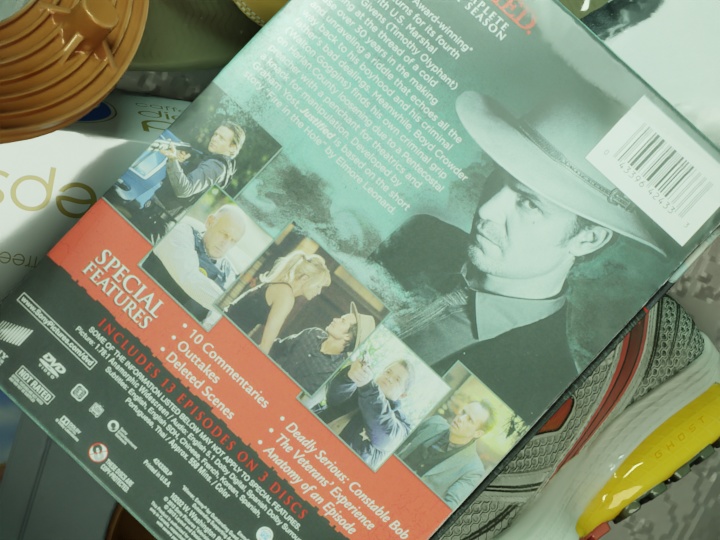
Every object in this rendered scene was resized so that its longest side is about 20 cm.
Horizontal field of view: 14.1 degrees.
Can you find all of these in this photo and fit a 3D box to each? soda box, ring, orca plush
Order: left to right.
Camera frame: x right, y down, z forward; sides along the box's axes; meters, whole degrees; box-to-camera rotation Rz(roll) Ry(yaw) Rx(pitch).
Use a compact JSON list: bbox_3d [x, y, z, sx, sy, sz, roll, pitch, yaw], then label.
[{"bbox_3d":[-0.139,-0.123,0.822,0.200,0.201,0.019,36,127,-17],"label":"ring"},{"bbox_3d":[-0.075,-0.020,0.923,0.199,0.068,0.064,9,106,-12],"label":"soda box"},{"bbox_3d":[0.108,-0.049,0.937,0.200,0.071,0.105,-36,79,-18],"label":"orca plush"}]

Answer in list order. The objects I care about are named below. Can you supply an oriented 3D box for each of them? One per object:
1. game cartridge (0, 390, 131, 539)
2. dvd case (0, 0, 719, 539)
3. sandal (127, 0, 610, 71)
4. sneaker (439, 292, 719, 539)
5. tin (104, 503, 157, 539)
[{"bbox_3d":[-0.168,0.069,0.954,0.199,0.042,0.134,14,108,-13],"label":"game cartridge"},{"bbox_3d":[0.000,0.000,0.867,0.146,0.022,0.200,42,86,7],"label":"dvd case"},{"bbox_3d":[-0.003,-0.100,0.917,0.199,0.054,0.081,-1,108,-9],"label":"sandal"},{"bbox_3d":[0.037,0.064,0.935,0.200,0.078,0.082,-34,87,-37],"label":"sneaker"},{"bbox_3d":[-0.039,0.141,0.978,0.112,0.042,0.201,4,109,-32],"label":"tin"}]
